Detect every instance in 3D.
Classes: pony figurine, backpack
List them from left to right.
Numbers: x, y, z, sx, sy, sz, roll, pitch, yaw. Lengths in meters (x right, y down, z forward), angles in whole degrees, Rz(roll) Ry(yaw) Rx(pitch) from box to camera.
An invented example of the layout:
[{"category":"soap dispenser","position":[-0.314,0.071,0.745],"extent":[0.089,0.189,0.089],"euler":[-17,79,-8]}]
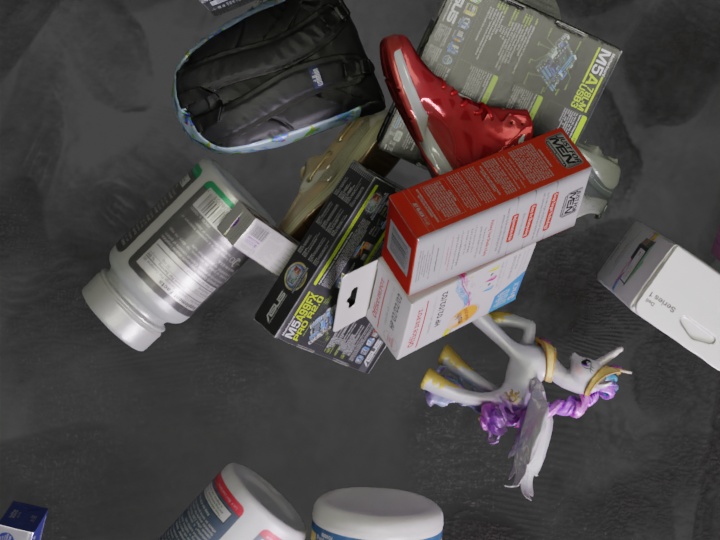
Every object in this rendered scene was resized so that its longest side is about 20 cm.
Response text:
[{"category":"backpack","position":[-0.102,-0.199,1.591],"extent":[0.200,0.154,0.163],"euler":[-29,98,-19]},{"category":"pony figurine","position":[0.173,0.137,1.640],"extent":[0.200,0.167,0.193],"euler":[25,85,11]}]

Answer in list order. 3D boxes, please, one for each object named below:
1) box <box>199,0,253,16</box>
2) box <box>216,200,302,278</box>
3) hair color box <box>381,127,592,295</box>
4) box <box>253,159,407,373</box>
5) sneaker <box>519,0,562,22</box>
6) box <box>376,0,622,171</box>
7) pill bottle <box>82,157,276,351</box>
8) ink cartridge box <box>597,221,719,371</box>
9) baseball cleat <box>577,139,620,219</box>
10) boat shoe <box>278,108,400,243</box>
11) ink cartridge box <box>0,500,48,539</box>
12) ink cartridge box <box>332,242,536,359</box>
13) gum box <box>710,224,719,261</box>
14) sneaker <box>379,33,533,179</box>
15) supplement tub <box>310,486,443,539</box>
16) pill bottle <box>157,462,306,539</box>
[{"category":"box","position":[-0.122,-0.340,1.532],"extent":[0.132,0.200,0.115],"euler":[-22,96,1]},{"category":"box","position":[-0.073,-0.010,1.596],"extent":[0.041,0.039,0.200],"euler":[-49,138,6]},{"category":"hair color box","position":[0.124,-0.059,1.489],"extent":[0.200,0.102,0.061],"euler":[-22,60,-19]},{"category":"box","position":[0.000,0.000,1.602],"extent":[0.160,0.044,0.200],"euler":[24,100,-46]},{"category":"sneaker","position":[0.158,-0.288,1.615],"extent":[0.079,0.078,0.200],"euler":[-2,117,41]},{"category":"box","position":[0.143,-0.181,1.569],"extent":[0.193,0.048,0.200],"euler":[22,103,-9]},{"category":"pill bottle","position":[-0.196,-0.016,1.614],"extent":[0.200,0.113,0.113],"euler":[-44,97,4]},{"category":"ink cartridge box","position":[0.346,0.030,1.595],"extent":[0.145,0.200,0.084],"euler":[34,97,-6]},{"category":"baseball cleat","position":[0.184,-0.116,1.633],"extent":[0.200,0.070,0.107],"euler":[23,87,-4]},{"category":"boat shoe","position":[-0.031,-0.096,1.639],"extent":[0.200,0.072,0.065],"euler":[-50,55,4]},{"category":"ink cartridge box","position":[-0.395,0.366,1.663],"extent":[0.044,0.094,0.200],"euler":[13,96,-4]},{"category":"ink cartridge box","position":[0.075,0.018,1.566],"extent":[0.200,0.115,0.068],"euler":[-26,63,-22]},{"category":"gum box","position":[0.440,-0.043,1.595],"extent":[0.066,0.200,0.114],"euler":[14,104,-5]},{"category":"sneaker","position":[0.102,-0.166,1.519],"extent":[0.115,0.078,0.200],"euler":[-27,116,-2]},{"category":"supplement tub","position":[0.013,0.351,1.651],"extent":[0.144,0.145,0.200],"euler":[4,96,-3]},{"category":"pill bottle","position":[-0.166,0.322,1.654],"extent":[0.120,0.120,0.200],"euler":[43,94,-6]}]
